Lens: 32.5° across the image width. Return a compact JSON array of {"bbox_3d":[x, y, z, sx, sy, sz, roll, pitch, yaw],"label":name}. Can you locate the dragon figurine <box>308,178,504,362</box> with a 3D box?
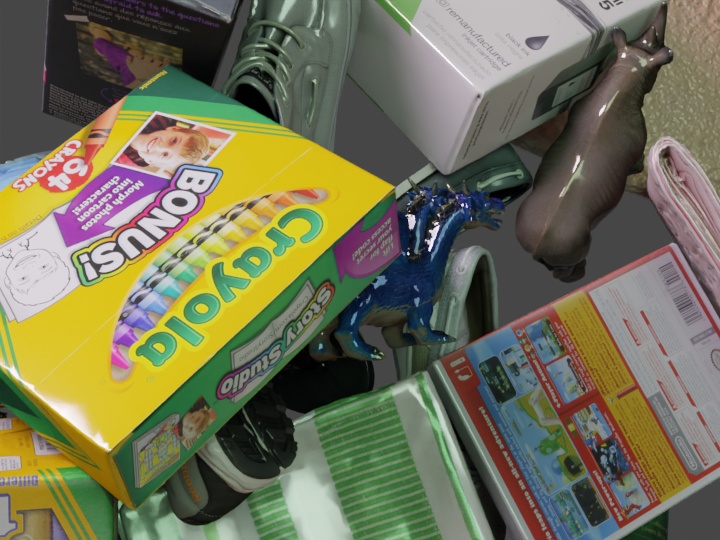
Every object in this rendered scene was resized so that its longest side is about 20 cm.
[{"bbox_3d":[0.000,0.000,0.713,0.199,0.059,0.100,-10,91,-32],"label":"dragon figurine"}]

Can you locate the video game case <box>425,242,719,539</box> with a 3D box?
[{"bbox_3d":[0.155,0.082,0.763,0.199,0.017,0.144,-23,80,-25],"label":"video game case"}]

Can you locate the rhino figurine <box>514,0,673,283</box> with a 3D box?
[{"bbox_3d":[0.165,-0.089,0.841,0.059,0.087,0.201,28,98,20],"label":"rhino figurine"}]

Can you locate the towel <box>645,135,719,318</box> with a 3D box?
[{"bbox_3d":[0.243,0.009,0.823,0.032,0.200,0.192,-28,82,9],"label":"towel"}]

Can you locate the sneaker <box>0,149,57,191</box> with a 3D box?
[{"bbox_3d":[-0.229,-0.002,0.688,0.199,0.066,0.079,-27,87,-20],"label":"sneaker"}]

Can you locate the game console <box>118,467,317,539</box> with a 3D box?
[{"bbox_3d":[-0.030,0.204,0.763,0.175,0.116,0.202,-23,77,9],"label":"game console"}]

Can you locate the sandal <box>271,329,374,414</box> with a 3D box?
[{"bbox_3d":[-0.077,0.020,0.773,0.200,0.048,0.076,43,109,11],"label":"sandal"}]

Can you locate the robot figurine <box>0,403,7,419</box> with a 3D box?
[{"bbox_3d":[-0.195,0.043,0.745,0.199,0.058,0.146,35,67,-2],"label":"robot figurine"}]

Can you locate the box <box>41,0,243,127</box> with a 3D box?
[{"bbox_3d":[-0.126,-0.170,0.759,0.105,0.200,0.123,19,67,-10],"label":"box"}]

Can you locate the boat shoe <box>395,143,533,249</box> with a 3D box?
[{"bbox_3d":[0.043,-0.027,0.832,0.062,0.073,0.200,44,61,6],"label":"boat shoe"}]

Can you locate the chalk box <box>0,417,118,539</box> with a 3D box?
[{"bbox_3d":[-0.192,0.187,0.646,0.123,0.124,0.202,1,96,-17],"label":"chalk box"}]

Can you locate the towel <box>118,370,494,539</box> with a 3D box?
[{"bbox_3d":[-0.027,0.158,0.697,0.198,0.023,0.154,-21,79,-5],"label":"towel"}]

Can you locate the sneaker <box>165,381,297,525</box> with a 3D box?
[{"bbox_3d":[-0.101,0.051,0.699,0.074,0.079,0.201,20,36,-37],"label":"sneaker"}]

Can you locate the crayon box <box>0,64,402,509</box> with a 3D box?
[{"bbox_3d":[-0.106,-0.003,0.637,0.172,0.059,0.200,29,59,30],"label":"crayon box"}]

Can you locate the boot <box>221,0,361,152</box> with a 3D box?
[{"bbox_3d":[-0.048,-0.124,0.767,0.073,0.096,0.202,6,102,14],"label":"boot"}]

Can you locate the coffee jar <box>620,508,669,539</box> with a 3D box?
[{"bbox_3d":[0.151,0.154,0.794,0.103,0.085,0.202,18,67,-11],"label":"coffee jar"}]

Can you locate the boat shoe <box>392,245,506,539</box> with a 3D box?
[{"bbox_3d":[0.065,0.087,0.782,0.074,0.064,0.204,-1,84,-43],"label":"boat shoe"}]

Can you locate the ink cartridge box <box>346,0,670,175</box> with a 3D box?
[{"bbox_3d":[0.092,-0.175,0.855,0.199,0.084,0.146,-30,67,-32],"label":"ink cartridge box"}]
